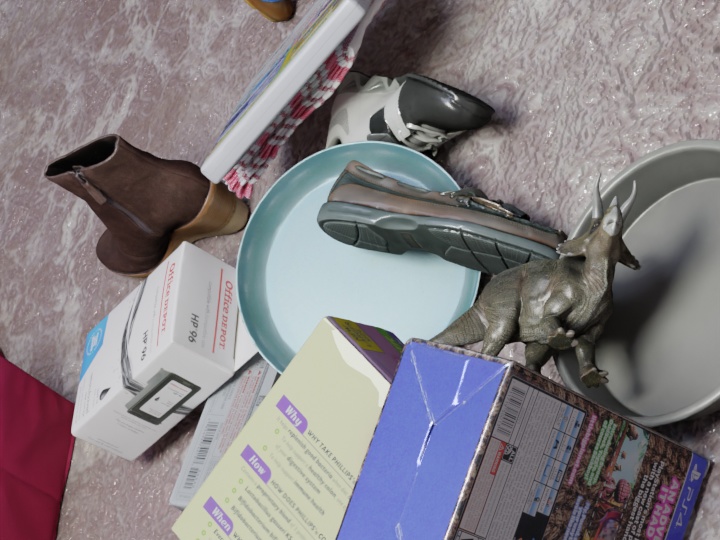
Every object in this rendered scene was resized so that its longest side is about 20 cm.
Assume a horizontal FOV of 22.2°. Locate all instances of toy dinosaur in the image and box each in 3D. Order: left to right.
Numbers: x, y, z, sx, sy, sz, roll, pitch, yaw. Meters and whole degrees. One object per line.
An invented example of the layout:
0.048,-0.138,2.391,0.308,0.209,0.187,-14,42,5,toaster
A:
0.122,0.028,1.243,0.199,0.077,0.103,-30,38,41,toy dinosaur

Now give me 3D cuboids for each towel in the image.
-0.037,-0.159,1.534,0.200,0.030,0.147,-44,14,40,towel

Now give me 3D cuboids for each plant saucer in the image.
0.000,0.000,1.415,0.198,0.027,0.202,-5,73,17,plant saucer

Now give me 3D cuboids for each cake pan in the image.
0.212,0.012,1.222,0.199,0.037,0.202,-25,53,38,cake pan

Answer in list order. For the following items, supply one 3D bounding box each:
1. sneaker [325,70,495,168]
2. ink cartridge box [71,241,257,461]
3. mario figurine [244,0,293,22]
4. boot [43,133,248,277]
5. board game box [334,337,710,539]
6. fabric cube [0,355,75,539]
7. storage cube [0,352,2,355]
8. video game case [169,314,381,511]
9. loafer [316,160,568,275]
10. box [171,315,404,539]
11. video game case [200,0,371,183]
0.035,-0.107,1.462,0.200,0.074,0.089,9,78,62,sneaker
-0.160,0.060,1.559,0.200,0.068,0.117,-40,33,36,ink cartridge box
-0.022,-0.306,1.648,0.200,0.106,0.124,-40,80,41,mario figurine
-0.216,-0.063,1.639,0.199,0.166,0.073,-17,57,42,boot
0.100,0.154,1.141,0.096,0.199,0.161,12,78,51,board game box
-0.396,0.181,1.641,0.194,0.199,0.202,-3,65,23,fabric cube
-0.485,0.091,1.848,0.201,0.179,0.171,-52,40,13,storage cube
-0.060,0.105,1.473,0.181,0.023,0.202,-2,62,48,video game case
0.063,-0.043,1.356,0.198,0.072,0.063,10,69,24,loafer
-0.004,0.168,1.295,0.176,0.096,0.201,44,106,31,box
-0.047,-0.179,1.504,0.200,0.022,0.182,-46,12,28,video game case
